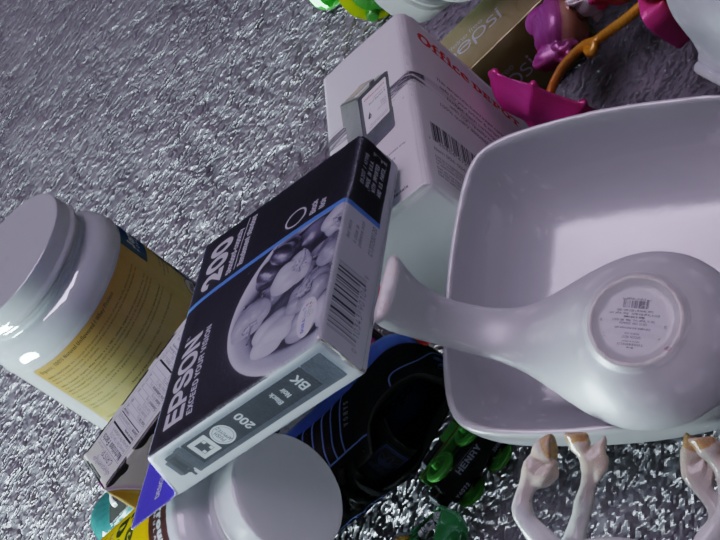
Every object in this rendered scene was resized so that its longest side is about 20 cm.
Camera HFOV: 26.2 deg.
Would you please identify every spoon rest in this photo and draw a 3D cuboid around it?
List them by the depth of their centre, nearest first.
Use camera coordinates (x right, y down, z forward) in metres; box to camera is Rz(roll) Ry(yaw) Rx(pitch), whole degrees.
[{"bbox_3d":[0.109,0.030,0.839,0.198,0.061,0.100,8,72,23],"label":"spoon rest"}]

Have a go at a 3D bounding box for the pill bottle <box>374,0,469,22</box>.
[{"bbox_3d":[0.082,-0.270,1.153,0.200,0.110,0.111,-38,30,50],"label":"pill bottle"}]

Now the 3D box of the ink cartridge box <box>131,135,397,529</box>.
[{"bbox_3d":[-0.068,0.034,0.936,0.199,0.043,0.199,-36,26,30],"label":"ink cartridge box"}]

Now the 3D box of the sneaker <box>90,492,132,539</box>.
[{"bbox_3d":[-0.152,0.143,1.200,0.200,0.080,0.072,-38,34,23],"label":"sneaker"}]

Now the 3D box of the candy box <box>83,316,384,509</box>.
[{"bbox_3d":[-0.082,0.096,1.102,0.201,0.136,0.061,-53,30,0],"label":"candy box"}]

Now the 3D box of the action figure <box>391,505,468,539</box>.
[{"bbox_3d":[-0.008,0.221,0.964,0.200,0.055,0.118,-45,29,4],"label":"action figure"}]

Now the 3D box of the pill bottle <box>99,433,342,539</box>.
[{"bbox_3d":[-0.095,0.180,0.971,0.200,0.109,0.110,-43,29,42],"label":"pill bottle"}]

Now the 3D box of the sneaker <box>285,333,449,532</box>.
[{"bbox_3d":[-0.011,0.132,1.038,0.201,0.070,0.078,-53,26,-1],"label":"sneaker"}]

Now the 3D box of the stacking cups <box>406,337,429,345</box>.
[{"bbox_3d":[0.000,0.000,1.163,0.061,0.060,0.200,-51,31,1],"label":"stacking cups"}]

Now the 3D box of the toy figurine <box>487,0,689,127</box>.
[{"bbox_3d":[0.161,-0.180,1.065,0.184,0.149,0.201,-41,41,34],"label":"toy figurine"}]

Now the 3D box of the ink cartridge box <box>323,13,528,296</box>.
[{"bbox_3d":[0.056,-0.061,1.070,0.084,0.145,0.201,-38,34,25],"label":"ink cartridge box"}]

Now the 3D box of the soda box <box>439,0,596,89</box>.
[{"bbox_3d":[0.084,-0.140,1.191,0.200,0.064,0.068,-44,32,16],"label":"soda box"}]

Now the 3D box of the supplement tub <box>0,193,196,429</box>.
[{"bbox_3d":[-0.211,0.043,1.264,0.144,0.200,0.145,-33,36,28],"label":"supplement tub"}]

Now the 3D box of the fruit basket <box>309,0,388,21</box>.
[{"bbox_3d":[-0.003,-0.326,1.433,0.215,0.156,0.216,-37,17,13],"label":"fruit basket"}]

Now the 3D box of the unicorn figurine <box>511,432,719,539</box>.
[{"bbox_3d":[0.129,0.154,0.805,0.199,0.074,0.139,-2,87,39],"label":"unicorn figurine"}]

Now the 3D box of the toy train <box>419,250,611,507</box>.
[{"bbox_3d":[0.104,0.064,0.985,0.201,0.042,0.056,-52,21,1],"label":"toy train"}]

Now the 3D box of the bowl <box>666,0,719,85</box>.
[{"bbox_3d":[0.250,-0.135,0.874,0.091,0.199,0.201,-68,28,15],"label":"bowl"}]

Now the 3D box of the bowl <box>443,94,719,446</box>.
[{"bbox_3d":[0.151,0.010,0.896,0.198,0.075,0.202,-8,61,30],"label":"bowl"}]
